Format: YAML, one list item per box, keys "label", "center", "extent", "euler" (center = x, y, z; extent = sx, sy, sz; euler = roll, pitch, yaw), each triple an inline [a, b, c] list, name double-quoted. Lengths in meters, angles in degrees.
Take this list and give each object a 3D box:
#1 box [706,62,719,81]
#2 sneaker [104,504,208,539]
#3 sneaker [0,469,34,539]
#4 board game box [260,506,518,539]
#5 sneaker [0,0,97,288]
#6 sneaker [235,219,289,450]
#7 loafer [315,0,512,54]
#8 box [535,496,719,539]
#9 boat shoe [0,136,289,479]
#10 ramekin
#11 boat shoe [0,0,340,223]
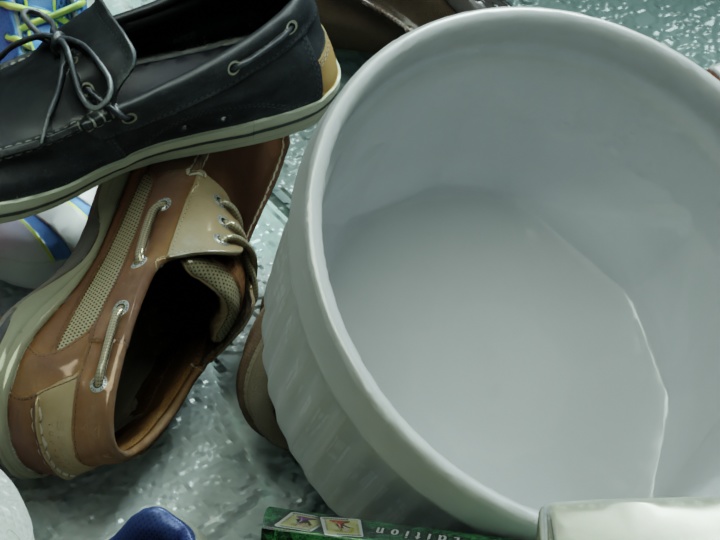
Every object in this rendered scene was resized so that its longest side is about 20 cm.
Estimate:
- label: "box"
  center: [0.214, 0.014, 0.842]
  extent: [0.097, 0.125, 0.200]
  euler: [-18, 44, -19]
- label: "sneaker"
  center: [-0.135, 0.133, 0.737]
  extent: [0.199, 0.088, 0.075]
  euler: [-24, 48, -23]
- label: "sneaker"
  center: [-0.209, 0.070, 0.795]
  extent: [0.200, 0.082, 0.077]
  euler: [35, 22, 15]
- label: "board game box"
  center: [0.063, 0.138, 0.721]
  extent: [0.199, 0.105, 0.023]
  euler: [6, 12, 8]
- label: "sneaker"
  center: [-0.144, -0.085, 0.969]
  extent: [0.075, 0.105, 0.200]
  euler: [-9, 42, -10]
- label: "sneaker"
  center: [0.000, 0.000, 0.918]
  extent: [0.075, 0.071, 0.200]
  euler: [0, 36, 41]
- label: "loafer"
  center: [-0.001, -0.129, 1.059]
  extent: [0.200, 0.071, 0.073]
  euler: [39, 11, 27]
- label: "box"
  center: [0.083, 0.153, 0.628]
  extent: [0.082, 0.201, 0.069]
  euler: [-2, 41, -1]
- label: "boat shoe"
  center: [-0.071, 0.005, 0.885]
  extent: [0.072, 0.076, 0.200]
  euler: [5, 49, 32]
- label: "ramekin"
  center: [0.059, 0.018, 0.806]
  extent: [0.199, 0.105, 0.201]
  euler: [9, 62, -17]
- label: "boat shoe"
  center: [-0.103, -0.070, 0.871]
  extent: [0.199, 0.062, 0.075]
  euler: [-16, 42, -15]
